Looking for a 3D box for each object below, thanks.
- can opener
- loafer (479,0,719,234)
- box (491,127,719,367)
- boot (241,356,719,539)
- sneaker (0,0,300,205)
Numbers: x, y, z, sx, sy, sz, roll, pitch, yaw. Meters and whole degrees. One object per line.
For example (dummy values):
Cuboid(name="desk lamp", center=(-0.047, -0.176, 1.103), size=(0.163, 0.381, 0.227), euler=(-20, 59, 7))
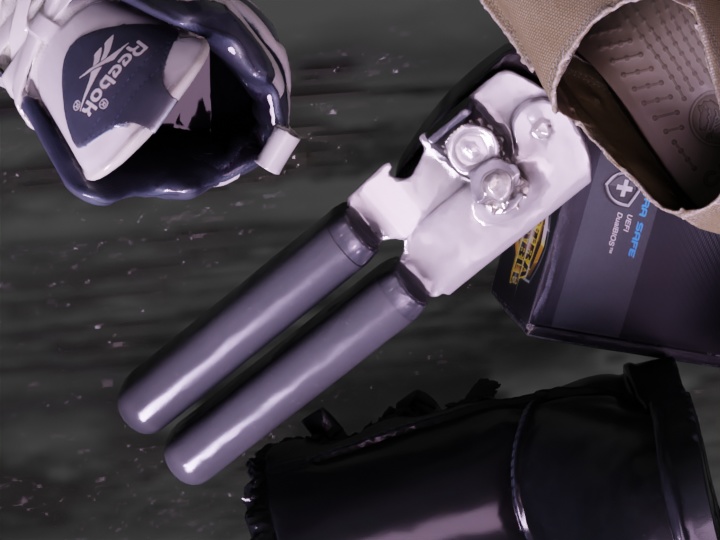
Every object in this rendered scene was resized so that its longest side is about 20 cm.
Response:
Cuboid(name="can opener", center=(0.000, 0.000, 1.071), size=(0.200, 0.066, 0.053), euler=(-40, 102, 9))
Cuboid(name="loafer", center=(0.085, -0.094, 1.008), size=(0.200, 0.067, 0.076), euler=(48, 114, 11))
Cuboid(name="box", center=(0.150, -0.063, 1.096), size=(0.159, 0.046, 0.200), euler=(10, 106, -20))
Cuboid(name="boot", center=(0.041, 0.085, 1.029), size=(0.162, 0.198, 0.073), euler=(-12, 101, 2))
Cuboid(name="sneaker", center=(-0.102, -0.082, 0.970), size=(0.199, 0.130, 0.080), euler=(33, 97, -23))
